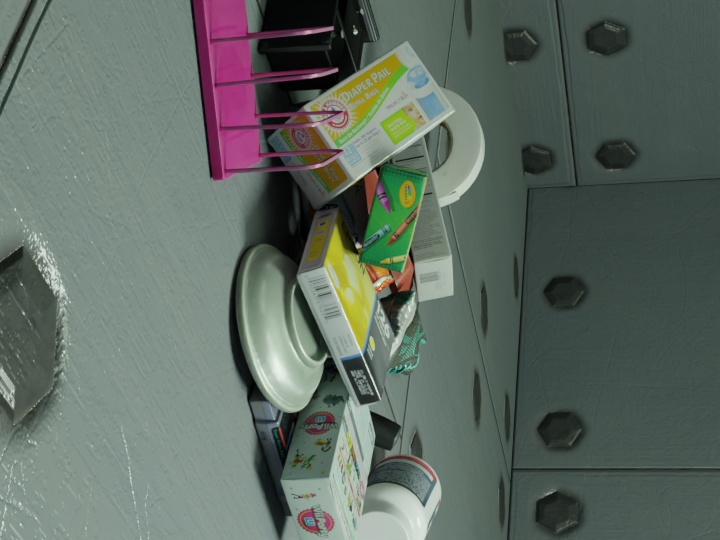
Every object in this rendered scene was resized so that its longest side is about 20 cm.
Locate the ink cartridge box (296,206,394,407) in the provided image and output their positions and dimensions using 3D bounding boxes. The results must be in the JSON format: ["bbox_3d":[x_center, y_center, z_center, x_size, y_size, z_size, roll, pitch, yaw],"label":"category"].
[{"bbox_3d":[-0.012,0.030,1.574,0.200,0.047,0.198,-74,145,-57],"label":"ink cartridge box"}]

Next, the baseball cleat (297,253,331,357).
[{"bbox_3d":[-0.040,0.054,1.696,0.200,0.069,0.107,64,27,-58],"label":"baseball cleat"}]

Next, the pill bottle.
[{"bbox_3d":[0.047,0.360,1.904,0.200,0.119,0.120,-41,128,-72],"label":"pill bottle"}]

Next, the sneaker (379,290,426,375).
[{"bbox_3d":[0.045,0.109,1.715,0.092,0.077,0.200,64,33,-20],"label":"sneaker"}]

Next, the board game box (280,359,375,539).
[{"bbox_3d":[-0.035,0.230,1.576,0.200,0.064,0.148,-77,159,-50],"label":"board game box"}]

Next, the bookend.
[{"bbox_3d":[-0.048,-0.297,1.667,0.199,0.092,0.201,69,24,-53],"label":"bookend"}]

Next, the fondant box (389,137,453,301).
[{"bbox_3d":[0.088,-0.074,1.878,0.144,0.058,0.201,78,1,-66],"label":"fondant box"}]

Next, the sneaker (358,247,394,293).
[{"bbox_3d":[0.000,0.000,1.796,0.077,0.073,0.200,57,-13,0],"label":"sneaker"}]

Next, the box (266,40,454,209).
[{"bbox_3d":[0.001,-0.180,1.585,0.200,0.101,0.113,-38,94,-35],"label":"box"}]

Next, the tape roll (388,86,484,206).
[{"bbox_3d":[0.097,-0.193,2.021,0.037,0.202,0.204,50,40,-69],"label":"tape roll"}]

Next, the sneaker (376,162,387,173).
[{"bbox_3d":[-0.001,-0.194,1.888,0.200,0.075,0.080,63,26,-61],"label":"sneaker"}]

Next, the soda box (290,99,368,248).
[{"bbox_3d":[-0.038,-0.126,1.692,0.068,0.063,0.201,-19,111,-35],"label":"soda box"}]

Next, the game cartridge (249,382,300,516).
[{"bbox_3d":[-0.087,0.189,1.564,0.130,0.038,0.201,-82,163,-51],"label":"game cartridge"}]

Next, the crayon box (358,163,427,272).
[{"bbox_3d":[0.043,-0.070,1.607,0.200,0.058,0.119,-60,164,-84],"label":"crayon box"}]

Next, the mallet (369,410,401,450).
[{"bbox_3d":[0.000,0.290,1.734,0.041,0.065,0.201,91,15,-79],"label":"mallet"}]

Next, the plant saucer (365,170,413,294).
[{"bbox_3d":[0.033,-0.056,1.868,0.200,0.037,0.201,83,-13,-79],"label":"plant saucer"}]

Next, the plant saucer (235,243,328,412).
[{"bbox_3d":[-0.079,0.063,1.498,0.200,0.050,0.201,-12,90,-70],"label":"plant saucer"}]

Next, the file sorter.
[{"bbox_3d":[-0.093,-0.212,1.404,0.139,0.125,0.201,-46,132,-72],"label":"file sorter"}]
